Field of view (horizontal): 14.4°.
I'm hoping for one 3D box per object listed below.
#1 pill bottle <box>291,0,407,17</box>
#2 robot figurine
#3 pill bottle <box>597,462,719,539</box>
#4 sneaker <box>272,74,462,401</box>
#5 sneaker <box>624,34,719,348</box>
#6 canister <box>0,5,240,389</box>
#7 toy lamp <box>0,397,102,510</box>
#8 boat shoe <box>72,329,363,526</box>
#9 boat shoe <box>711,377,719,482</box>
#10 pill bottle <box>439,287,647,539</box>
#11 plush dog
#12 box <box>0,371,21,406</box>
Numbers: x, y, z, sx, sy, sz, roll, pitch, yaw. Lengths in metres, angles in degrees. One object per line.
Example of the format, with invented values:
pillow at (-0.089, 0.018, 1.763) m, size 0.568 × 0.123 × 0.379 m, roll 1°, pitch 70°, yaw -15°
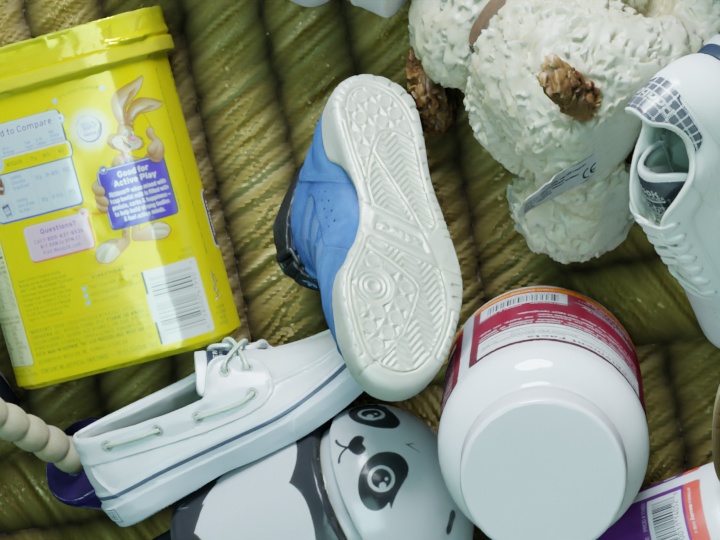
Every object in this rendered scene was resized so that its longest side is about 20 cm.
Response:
pill bottle at (-0.054, -0.222, 1.623) m, size 0.200 × 0.109 × 0.109 m, roll 28°, pitch 104°, yaw 11°
robot figurine at (-0.032, 0.158, 1.656) m, size 0.200 × 0.125 × 0.150 m, roll -27°, pitch 88°, yaw 18°
pill bottle at (0.144, 0.190, 1.616) m, size 0.200 × 0.112 × 0.112 m, roll -23°, pitch 90°, yaw 18°
sneaker at (0.001, 0.000, 1.614) m, size 0.077 × 0.111 × 0.200 m, roll 1°, pitch 60°, yaw -19°
sneaker at (0.185, -0.031, 1.557) m, size 0.076 × 0.080 × 0.200 m, roll 28°, pitch 141°, yaw 44°
canister at (-0.164, -0.042, 1.691) m, size 0.148 × 0.087 × 0.200 m, roll -14°, pitch 94°, yaw 17°
toy lamp at (-0.198, 0.092, 1.668) m, size 0.058 × 0.200 × 0.058 m, roll -18°, pitch 55°, yaw 29°
boat shoe at (-0.074, 0.074, 1.647) m, size 0.200 × 0.074 × 0.067 m, roll -32°, pitch 104°, yaw 0°
boat shoe at (0.230, 0.027, 1.531) m, size 0.072 × 0.072 × 0.200 m, roll 4°, pitch 117°, yaw 0°
pill bottle at (0.100, 0.084, 1.553) m, size 0.113 × 0.200 × 0.113 m, roll 1°, pitch 104°, yaw 4°
plush dog at (0.095, -0.126, 1.587) m, size 0.172 × 0.160 × 0.200 m, roll 43°, pitch 107°, yaw 33°
box at (-0.317, 0.096, 1.692) m, size 0.148 × 0.200 × 0.104 m, roll -39°, pitch 85°, yaw 18°
